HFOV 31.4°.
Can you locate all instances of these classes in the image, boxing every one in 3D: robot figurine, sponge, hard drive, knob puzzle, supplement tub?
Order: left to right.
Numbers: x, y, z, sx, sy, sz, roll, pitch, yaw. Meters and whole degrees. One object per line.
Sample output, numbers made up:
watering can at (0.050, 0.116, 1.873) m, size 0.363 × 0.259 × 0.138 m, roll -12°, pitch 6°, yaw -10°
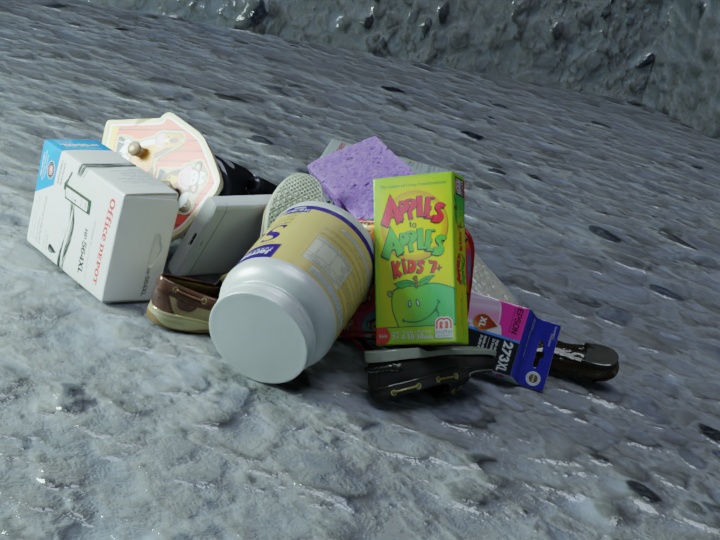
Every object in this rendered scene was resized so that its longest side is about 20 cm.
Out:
knob puzzle at (-0.275, -0.120, 1.698) m, size 0.219 × 0.220 × 0.030 m, roll 25°, pitch -5°, yaw 28°
robot figurine at (-0.207, -0.097, 1.795) m, size 0.150 × 0.125 × 0.200 m, roll 29°, pitch 3°, yaw 24°
hard drive at (-0.150, -0.049, 1.732) m, size 0.200 × 0.132 × 0.027 m, roll -6°, pitch 50°, yaw -46°
supplement tub at (-0.077, 0.025, 1.492) m, size 0.145 × 0.146 × 0.200 m, roll 19°, pitch 37°, yaw 13°
sponge at (0.014, -0.118, 1.768) m, size 0.111 × 0.030 × 0.200 m, roll -23°, pitch 36°, yaw -12°

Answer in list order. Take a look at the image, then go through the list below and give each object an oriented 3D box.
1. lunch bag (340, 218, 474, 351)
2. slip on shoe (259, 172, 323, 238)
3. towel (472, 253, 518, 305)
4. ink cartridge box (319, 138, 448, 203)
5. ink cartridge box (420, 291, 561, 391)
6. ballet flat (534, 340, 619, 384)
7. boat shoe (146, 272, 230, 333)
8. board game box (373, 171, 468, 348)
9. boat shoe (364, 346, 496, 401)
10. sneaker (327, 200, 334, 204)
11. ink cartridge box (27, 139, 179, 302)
lunch bag at (0.040, 0.023, 1.600) m, size 0.200 × 0.177 × 0.082 m, roll 3°, pitch -4°, yaw 30°
slip on shoe at (-0.100, -0.038, 1.676) m, size 0.074 × 0.200 × 0.061 m, roll 18°, pitch -22°, yaw -9°
towel at (0.112, 0.007, 1.735) m, size 0.132 × 0.034 × 0.200 m, roll -26°, pitch 69°, yaw -42°
ink cartridge box at (0.023, -0.102, 1.997) m, size 0.200 × 0.145 × 0.145 m, roll 14°, pitch 18°, yaw 2°
ink cartridge box at (0.152, 0.081, 1.645) m, size 0.200 × 0.095 × 0.037 m, roll 17°, pitch -17°, yaw 4°
ballet flat at (0.248, 0.111, 1.722) m, size 0.200 × 0.046 × 0.067 m, roll 13°, pitch 39°, yaw 14°
boat shoe at (-0.158, 0.037, 1.561) m, size 0.200 × 0.072 × 0.072 m, roll 8°, pitch 20°, yaw -21°
board game box at (0.071, -0.011, 1.516) m, size 0.101 × 0.201 × 0.048 m, roll -4°, pitch -8°, yaw 23°
boat shoe at (0.086, 0.122, 1.530) m, size 0.201 × 0.061 × 0.072 m, roll 1°, pitch -6°, yaw -40°
sneaker at (0.003, -0.045, 1.902) m, size 0.199 × 0.116 × 0.076 m, roll -5°, pitch 18°, yaw 8°
ink cartridge box at (-0.328, -0.065, 1.613) m, size 0.084 × 0.146 × 0.200 m, roll -2°, pitch 24°, yaw -43°
